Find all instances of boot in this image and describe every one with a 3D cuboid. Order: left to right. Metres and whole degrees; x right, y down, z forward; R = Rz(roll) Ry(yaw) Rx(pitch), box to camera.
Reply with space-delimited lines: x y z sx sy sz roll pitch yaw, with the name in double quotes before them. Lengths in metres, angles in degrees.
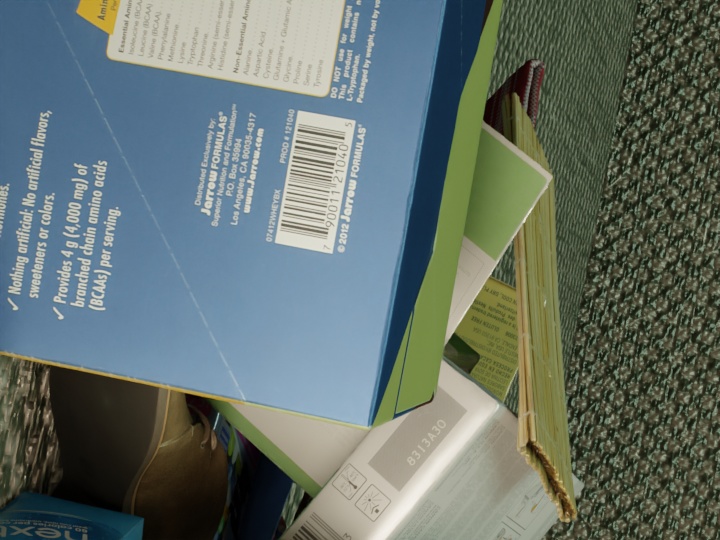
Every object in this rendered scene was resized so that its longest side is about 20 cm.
"boot" -0.101 0.075 1.229 0.075 0.074 0.201 -21 138 -34

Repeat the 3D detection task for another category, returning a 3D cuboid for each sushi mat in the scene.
"sushi mat" 0.088 0.017 1.275 0.096 0.012 0.201 59 25 -54

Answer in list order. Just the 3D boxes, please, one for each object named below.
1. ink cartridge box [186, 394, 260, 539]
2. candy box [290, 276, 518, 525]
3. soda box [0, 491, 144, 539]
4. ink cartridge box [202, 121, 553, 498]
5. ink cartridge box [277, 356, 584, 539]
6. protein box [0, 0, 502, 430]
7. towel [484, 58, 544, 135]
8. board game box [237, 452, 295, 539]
"ink cartridge box" -0.096 0.147 1.363 0.119 0.042 0.201 72 32 -66
"candy box" 0.025 0.094 1.442 0.201 0.056 0.117 -65 -164 -1
"soda box" -0.156 0.159 1.117 0.200 0.064 0.068 -41 140 -73
"ink cartridge box" 0.000 0.000 1.268 0.200 0.145 0.048 -56 152 12
"ink cartridge box" 0.027 0.135 1.276 0.161 0.050 0.200 -50 159 -1
"protein box" -0.061 -0.055 1.040 0.135 0.199 0.200 -7 107 -78
"towel" 0.035 -0.014 1.430 0.200 0.022 0.145 -47 -161 35
"board game box" -0.059 0.169 1.449 0.158 0.039 0.201 -157 -93 -76
